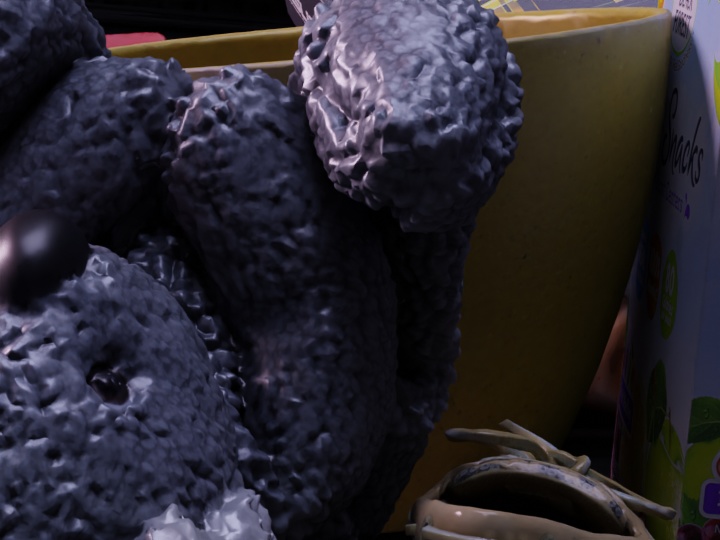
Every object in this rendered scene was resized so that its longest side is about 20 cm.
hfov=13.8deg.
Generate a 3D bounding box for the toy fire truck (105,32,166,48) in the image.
[{"bbox_3d":[-0.035,-0.016,1.093,0.199,0.049,0.141,8,48,14],"label":"toy fire truck"}]

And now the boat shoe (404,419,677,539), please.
[{"bbox_3d":[0.046,0.074,0.764,0.073,0.063,0.200,6,8,6],"label":"boat shoe"}]

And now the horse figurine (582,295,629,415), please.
[{"bbox_3d":[0.121,0.008,1.121,0.199,0.133,0.050,-13,17,6],"label":"horse figurine"}]

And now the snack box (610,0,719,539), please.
[{"bbox_3d":[0.121,-0.008,0.895,0.067,0.201,0.169,6,8,-2],"label":"snack box"}]

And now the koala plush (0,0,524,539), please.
[{"bbox_3d":[-0.063,0.039,0.722,0.177,0.184,0.200,8,30,11],"label":"koala plush"}]

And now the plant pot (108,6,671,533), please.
[{"bbox_3d":[0.000,0.000,0.901,0.199,0.143,0.200,-5,8,1],"label":"plant pot"}]

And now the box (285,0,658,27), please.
[{"bbox_3d":[0.090,-0.096,1.094,0.199,0.049,0.161,-20,50,-12],"label":"box"}]
